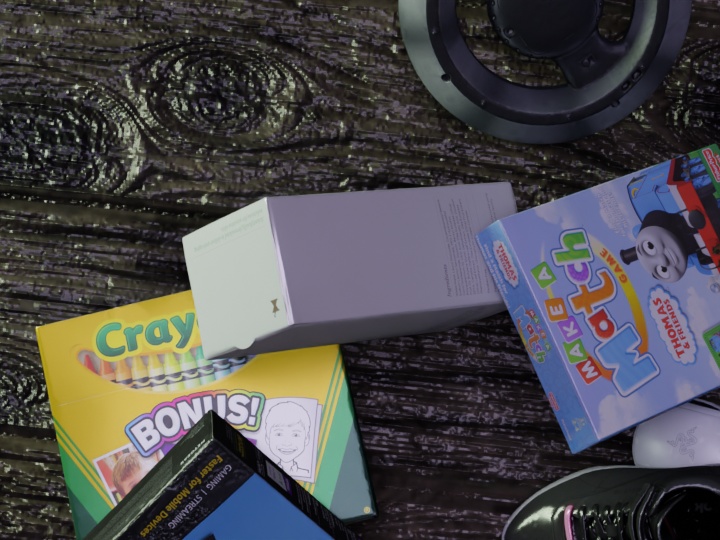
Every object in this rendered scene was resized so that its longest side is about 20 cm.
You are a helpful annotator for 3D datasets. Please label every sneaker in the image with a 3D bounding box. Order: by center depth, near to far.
[{"bbox_3d":[0.171,0.161,1.261,0.198,0.099,0.072,-11,86,24],"label":"sneaker"}]

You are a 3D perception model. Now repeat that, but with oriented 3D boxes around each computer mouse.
[{"bbox_3d":[0.276,0.143,1.308,0.198,0.044,0.111,20,85,5],"label":"computer mouse"}]

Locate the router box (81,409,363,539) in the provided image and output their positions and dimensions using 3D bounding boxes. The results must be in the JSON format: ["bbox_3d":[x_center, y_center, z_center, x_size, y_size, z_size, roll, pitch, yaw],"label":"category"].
[{"bbox_3d":[-0.108,0.209,1.266,0.149,0.051,0.200,41,102,-18],"label":"router box"}]

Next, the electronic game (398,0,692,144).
[{"bbox_3d":[0.124,-0.182,1.325,0.198,0.042,0.202,0,112,-1],"label":"electronic game"}]

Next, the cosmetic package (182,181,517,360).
[{"bbox_3d":[0.000,0.000,1.261,0.199,0.107,0.086,-4,79,-38],"label":"cosmetic package"}]

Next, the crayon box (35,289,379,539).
[{"bbox_3d":[-0.102,0.102,1.325,0.198,0.058,0.174,-13,82,1],"label":"crayon box"}]

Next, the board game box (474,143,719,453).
[{"bbox_3d":[0.186,0.014,1.284,0.199,0.037,0.152,-20,81,-33],"label":"board game box"}]
